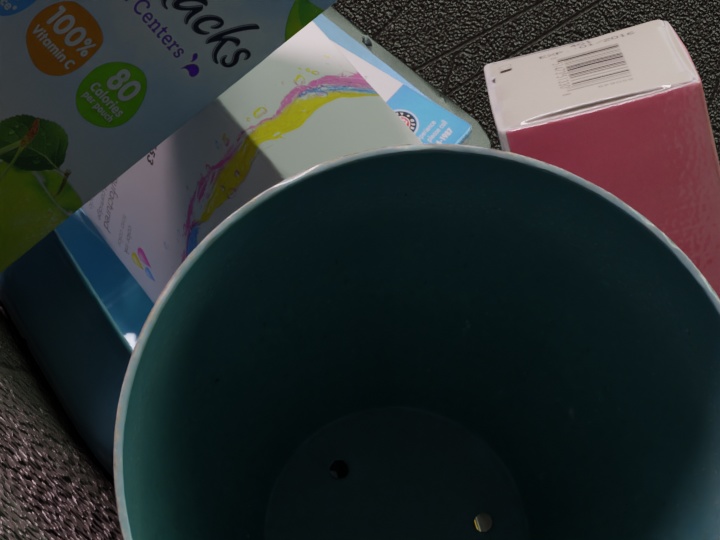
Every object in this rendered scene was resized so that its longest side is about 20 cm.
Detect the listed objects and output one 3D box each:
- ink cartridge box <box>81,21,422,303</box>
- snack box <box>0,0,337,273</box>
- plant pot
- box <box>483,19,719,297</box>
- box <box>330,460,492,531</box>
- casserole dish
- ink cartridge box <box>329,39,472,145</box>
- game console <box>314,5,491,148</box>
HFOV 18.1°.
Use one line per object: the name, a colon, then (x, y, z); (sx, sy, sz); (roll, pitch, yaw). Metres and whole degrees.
ink cartridge box: (-0.025, -0.011, 0.858); (0.200, 0.067, 0.117); (49, -40, 31)
snack box: (-0.104, -0.102, 0.771); (0.142, 0.200, 0.053); (49, 4, -48)
plant pot: (0.020, 0.075, 0.736); (0.200, 0.200, 0.135); (51, -15, 9)
box: (0.144, -0.017, 1.225); (0.128, 0.109, 0.200); (-93, 168, -69)
box: (0.030, 0.138, 0.909); (0.160, 0.049, 0.200); (46, 18, -36)
casserole dish: (-0.091, 0.037, 0.867); (0.121, 0.039, 0.200); (49, 3, -48)
ink cartridge box: (-0.066, -0.063, 1.025); (0.200, 0.116, 0.067); (32, -38, 12)
game console: (0.005, -0.094, 1.214); (0.200, 0.118, 0.171); (36, -15, -16)
